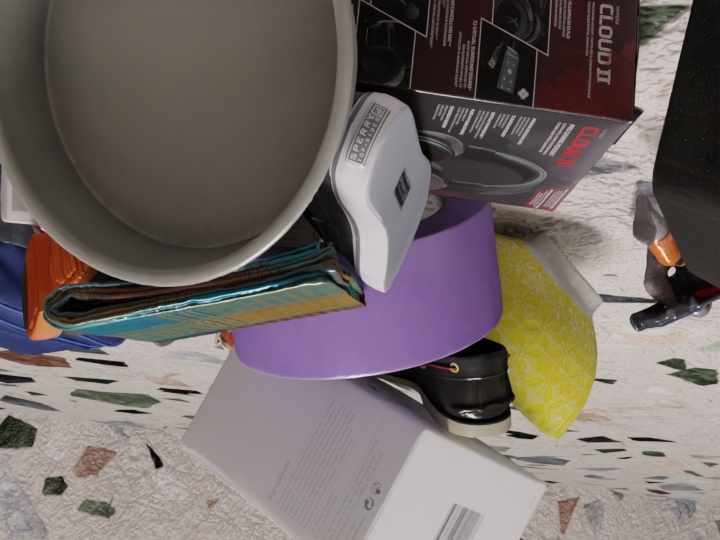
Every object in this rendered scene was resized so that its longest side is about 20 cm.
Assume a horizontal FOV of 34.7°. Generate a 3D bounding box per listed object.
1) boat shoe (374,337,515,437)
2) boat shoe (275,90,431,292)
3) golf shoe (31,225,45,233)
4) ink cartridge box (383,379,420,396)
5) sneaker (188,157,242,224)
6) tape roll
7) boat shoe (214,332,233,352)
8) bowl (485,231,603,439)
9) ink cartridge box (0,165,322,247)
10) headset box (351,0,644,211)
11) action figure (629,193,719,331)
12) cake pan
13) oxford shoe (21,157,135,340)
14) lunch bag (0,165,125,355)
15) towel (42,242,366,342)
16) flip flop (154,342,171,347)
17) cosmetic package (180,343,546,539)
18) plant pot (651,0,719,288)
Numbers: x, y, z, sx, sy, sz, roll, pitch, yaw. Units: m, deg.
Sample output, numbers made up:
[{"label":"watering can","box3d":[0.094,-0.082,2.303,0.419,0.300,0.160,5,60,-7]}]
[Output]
[{"label":"boat shoe","box3d":[0.051,0.059,0.867,0.073,0.064,0.201,-9,-163,-23]},{"label":"boat shoe","box3d":[-0.007,-0.044,0.608,0.066,0.071,0.200,23,171,12]},{"label":"golf shoe","box3d":[-0.156,-0.067,0.885,0.197,0.074,0.092,0,-151,-21]},{"label":"ink cartridge box","box3d":[0.033,0.055,1.099,0.144,0.084,0.200,31,179,30]},{"label":"sneaker","box3d":[-0.107,-0.083,0.614,0.087,0.075,0.200,32,-168,-39]},{"label":"tape roll","box3d":[0.000,0.000,0.822,0.197,0.086,0.200,-8,-164,2]},{"label":"boat shoe","box3d":[-0.111,0.047,1.080,0.062,0.201,0.072,6,121,-14]},{"label":"bowl","box3d":[0.141,0.032,0.983,0.108,0.201,0.200,-43,150,8]},{"label":"ink cartridge box","box3d":[-0.116,-0.058,0.776,0.197,0.045,0.176,5,-169,2]},{"label":"headset box","box3d":[0.054,-0.099,0.641,0.197,0.078,0.149,9,165,-5]},{"label":"action figure","box3d":[0.268,-0.041,0.811,0.198,0.106,0.193,-25,167,6]},{"label":"cake pan","box3d":[-0.085,-0.096,0.516,0.197,0.204,0.037,-2,-174,25]},{"label":"oxford shoe","box3d":[-0.142,-0.014,0.656,0.072,0.072,0.200,0,162,-26]},{"label":"lunch bag","box3d":[-0.274,-0.006,0.984,0.131,0.138,0.199,-5,161,36]},{"label":"towel","box3d":[-0.073,0.017,0.627,0.144,0.022,0.200,-9,174,4]},{"label":"flip flop","box3d":[-0.099,0.017,1.007,0.198,0.058,0.081,-28,169,6]},{"label":"cosmetic package","box3d":[0.005,0.152,0.903,0.199,0.124,0.199,27,177,40]},{"label":"plant pot","box3d":[0.236,-0.063,0.509,0.175,0.203,0.199,10,169,26]}]
